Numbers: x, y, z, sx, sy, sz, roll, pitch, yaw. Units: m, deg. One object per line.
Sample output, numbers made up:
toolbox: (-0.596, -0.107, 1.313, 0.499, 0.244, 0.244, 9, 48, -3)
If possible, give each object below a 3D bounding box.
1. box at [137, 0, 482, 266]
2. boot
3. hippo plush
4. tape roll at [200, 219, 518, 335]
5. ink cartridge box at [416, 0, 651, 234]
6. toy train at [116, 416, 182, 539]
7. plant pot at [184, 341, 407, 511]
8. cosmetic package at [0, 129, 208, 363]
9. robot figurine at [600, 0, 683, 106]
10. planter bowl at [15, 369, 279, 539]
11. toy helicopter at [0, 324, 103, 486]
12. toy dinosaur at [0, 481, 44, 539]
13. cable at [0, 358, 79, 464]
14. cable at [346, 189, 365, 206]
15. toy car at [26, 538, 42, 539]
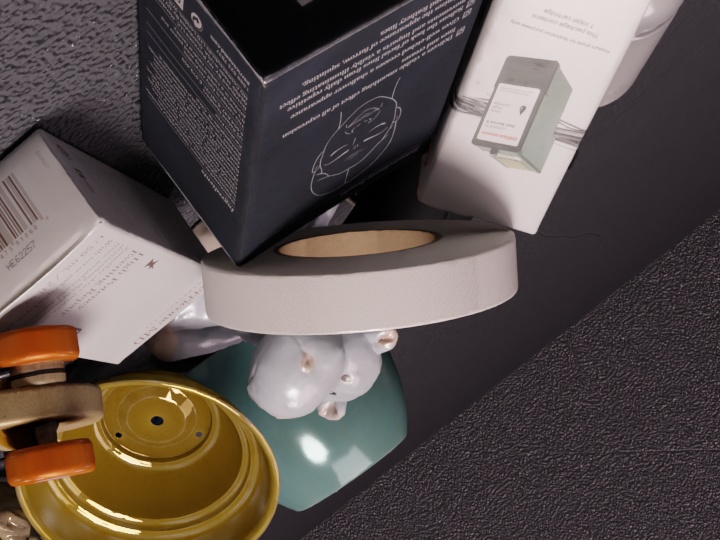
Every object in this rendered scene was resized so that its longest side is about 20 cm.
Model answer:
box: (-0.031, -0.117, 0.676, 0.148, 0.107, 0.200, -33, 164, -22)
boot: (0.077, -0.061, 0.979, 0.200, 0.076, 0.169, 27, 88, -51)
hippo plush: (-0.067, 0.052, 0.987, 0.159, 0.161, 0.199, -47, 163, 31)
tape roll: (0.000, 0.000, 0.786, 0.201, 0.037, 0.203, -5, -170, 1)
ink cartridge box: (0.105, -0.146, 0.765, 0.201, 0.083, 0.147, 110, -7, -45)
toy train: (-0.177, 0.180, 1.069, 0.115, 0.199, 0.087, -53, 177, -19)
plant pot: (-0.051, 0.120, 1.152, 0.200, 0.162, 0.201, -34, 177, -2)
cosmetic package: (-0.167, -0.006, 0.756, 0.101, 0.074, 0.200, -39, 164, 6)
robot figurine: (0.167, -0.195, 0.903, 0.169, 0.113, 0.200, -30, 163, -19)
planter bowl: (-0.161, 0.139, 0.974, 0.200, 0.200, 0.084, -45, -155, 24)
toy helicopter: (-0.242, 0.088, 0.690, 0.198, 0.080, 0.132, -9, 172, -15)
toy dinosaur: (-0.292, 0.215, 1.064, 0.058, 0.101, 0.200, -52, 160, 13)
cable: (-0.275, 0.104, 0.868, 0.163, 0.051, 0.200, -43, 164, 16)
cable: (-0.003, -0.071, 0.969, 0.199, 0.050, 0.098, -3, 110, -53)
toy car: (-0.326, 0.308, 1.180, 0.157, 0.165, 0.200, -37, 178, -2)
